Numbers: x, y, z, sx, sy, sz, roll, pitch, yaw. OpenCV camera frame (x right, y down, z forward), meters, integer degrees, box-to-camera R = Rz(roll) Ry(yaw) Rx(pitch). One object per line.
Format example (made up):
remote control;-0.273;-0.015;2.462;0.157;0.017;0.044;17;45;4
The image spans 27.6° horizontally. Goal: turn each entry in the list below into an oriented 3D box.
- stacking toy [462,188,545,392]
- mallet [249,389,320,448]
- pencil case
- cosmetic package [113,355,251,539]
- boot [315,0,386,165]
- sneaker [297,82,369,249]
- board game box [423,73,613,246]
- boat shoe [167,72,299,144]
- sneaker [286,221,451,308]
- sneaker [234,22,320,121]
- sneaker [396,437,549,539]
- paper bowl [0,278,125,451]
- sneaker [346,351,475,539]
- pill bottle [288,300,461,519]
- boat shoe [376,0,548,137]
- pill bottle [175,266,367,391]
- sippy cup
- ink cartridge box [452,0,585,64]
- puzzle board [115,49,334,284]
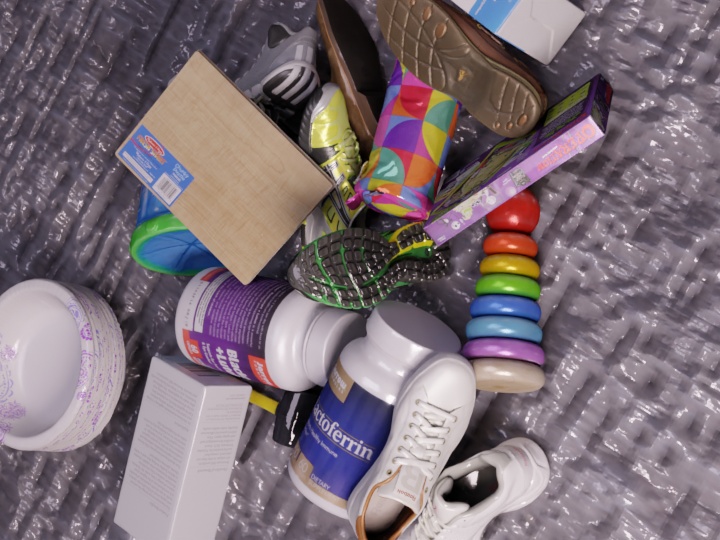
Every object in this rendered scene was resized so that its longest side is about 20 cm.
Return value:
stacking toy;0.142;0.015;1.431;0.085;0.085;0.201;-5;73;34
mallet;-0.122;0.127;1.619;0.200;0.041;0.066;30;101;38
pencil case;0.054;-0.149;1.491;0.088;0.088;0.201;11;76;36
cosmetic package;-0.196;0.204;1.614;0.101;0.071;0.201;25;104;43
boot;-0.018;-0.207;1.583;0.075;0.073;0.201;-33;67;37
sneaker;-0.019;-0.102;1.537;0.076;0.075;0.201;10;122;21
board game box;0.154;-0.108;1.419;0.200;0.120;0.032;-34;101;27
boat shoe;-0.115;-0.157;1.577;0.064;0.200;0.071;-41;26;28
sneaker;0.000;0.000;1.460;0.085;0.200;0.078;-14;85;43
sneaker;-0.109;-0.212;1.655;0.200;0.075;0.116;-25;44;41
sneaker;0.085;0.231;1.414;0.200;0.099;0.078;-49;59;18
paper bowl;-0.359;0.114;1.743;0.200;0.104;0.202;-7;78;35
sneaker;0.055;0.175;1.364;0.201;0.073;0.085;-64;13;11
pill bottle;0.016;0.138;1.455;0.116;0.116;0.200;38;112;33
boat shoe;0.101;-0.210;1.438;0.200;0.068;0.072;41;123;7
pill bottle;-0.091;0.066;1.558;0.199;0.111;0.112;12;89;36
sippy cup;-0.190;-0.079;1.645;0.177;0.140;0.131;-15;66;25
ink cartridge box;0.116;-0.298;1.470;0.200;0.116;0.067;45;106;31
puzzle board;-0.142;-0.106;1.525;0.200;0.017;0.151;45;112;5
